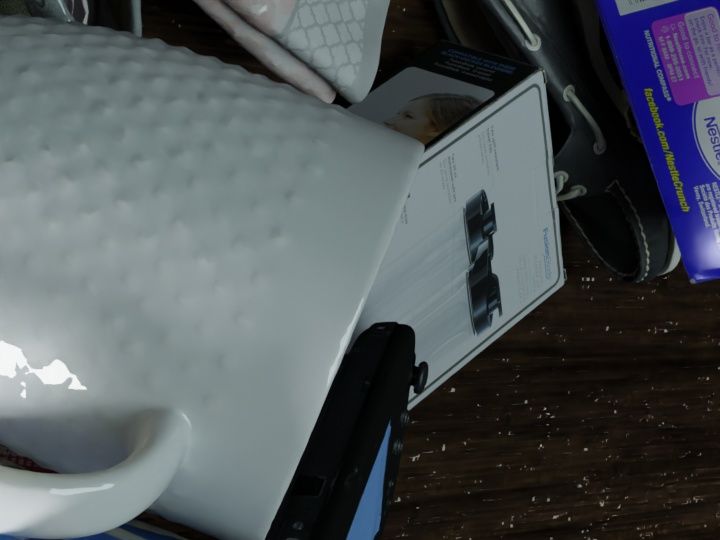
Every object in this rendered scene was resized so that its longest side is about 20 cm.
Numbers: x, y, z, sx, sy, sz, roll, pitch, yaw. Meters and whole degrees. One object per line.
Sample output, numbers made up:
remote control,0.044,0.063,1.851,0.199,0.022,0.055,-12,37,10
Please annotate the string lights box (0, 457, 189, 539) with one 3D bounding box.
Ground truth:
string lights box,-0.115,0.104,0.650,0.103,0.200,0.059,13,90,-42

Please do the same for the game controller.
game controller,-0.012,0.107,0.736,0.200,0.042,0.104,-66,157,-52

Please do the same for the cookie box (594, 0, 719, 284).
cookie box,0.188,-0.112,0.915,0.200,0.075,0.171,-39,112,-54

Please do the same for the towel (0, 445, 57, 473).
towel,-0.163,0.054,0.745,0.145,0.022,0.200,13,90,-43

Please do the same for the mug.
mug,-0.093,0.008,0.645,0.200,0.175,0.148,-68,-179,-51

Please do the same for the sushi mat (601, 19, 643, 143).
sushi mat,0.158,-0.127,0.954,0.200,0.012,0.096,-28,105,-55

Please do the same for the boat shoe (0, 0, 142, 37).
boat shoe,-0.112,-0.166,0.703,0.074,0.065,0.202,-17,112,-40

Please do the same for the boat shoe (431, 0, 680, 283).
boat shoe,0.089,-0.069,0.916,0.060,0.074,0.200,-41,123,-28

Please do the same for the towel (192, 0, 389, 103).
towel,-0.029,-0.189,0.754,0.191,0.032,0.200,40,59,-50

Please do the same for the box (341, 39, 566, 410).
box,0.000,0.000,0.844,0.200,0.060,0.117,-37,132,-33
